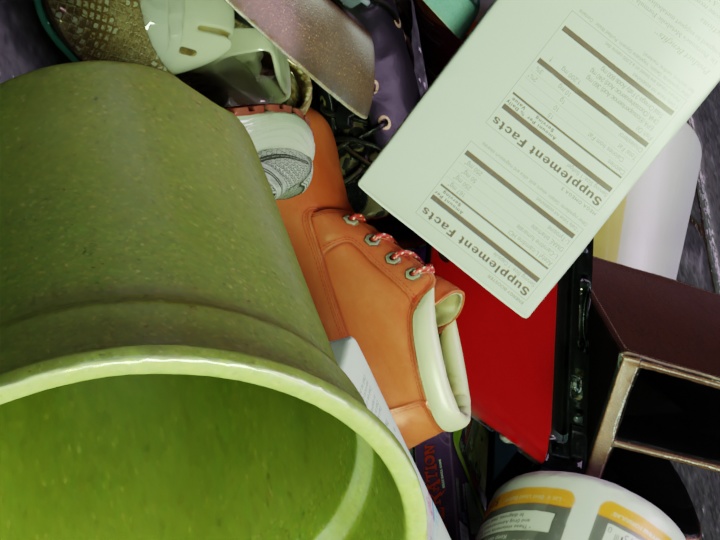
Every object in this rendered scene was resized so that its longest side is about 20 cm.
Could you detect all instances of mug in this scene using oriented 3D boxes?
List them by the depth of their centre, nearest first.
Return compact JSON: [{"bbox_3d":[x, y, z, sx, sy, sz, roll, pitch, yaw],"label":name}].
[{"bbox_3d":[0.129,-0.018,1.606,0.150,0.185,0.154,110,-12,-63],"label":"mug"}]

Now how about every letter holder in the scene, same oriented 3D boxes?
[{"bbox_3d":[0.182,0.077,1.417,0.200,0.141,0.101,-108,-147,-72],"label":"letter holder"}]

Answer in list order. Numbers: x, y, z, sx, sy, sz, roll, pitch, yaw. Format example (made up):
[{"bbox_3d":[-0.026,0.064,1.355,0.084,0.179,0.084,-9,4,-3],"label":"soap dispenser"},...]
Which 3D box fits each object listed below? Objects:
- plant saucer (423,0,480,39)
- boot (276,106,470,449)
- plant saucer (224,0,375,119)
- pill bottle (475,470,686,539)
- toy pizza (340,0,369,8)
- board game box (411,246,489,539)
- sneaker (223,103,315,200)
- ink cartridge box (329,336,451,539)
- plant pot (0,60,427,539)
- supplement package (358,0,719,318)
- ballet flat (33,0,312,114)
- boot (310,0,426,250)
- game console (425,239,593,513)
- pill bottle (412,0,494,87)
[{"bbox_3d":[-0.001,-0.195,1.157,0.200,0.019,0.070,44,36,-38],"label":"plant saucer"},{"bbox_3d":[0.000,0.000,1.223,0.075,0.107,0.201,26,51,-62],"label":"boot"},{"bbox_3d":[-0.061,-0.147,1.099,0.200,0.032,0.200,42,6,-5],"label":"plant saucer"},{"bbox_3d":[0.092,0.214,1.262,0.117,0.116,0.201,57,46,-43],"label":"pill bottle"},{"bbox_3d":[-0.063,-0.198,1.135,0.200,0.032,0.200,43,5,-5],"label":"toy pizza"},{"bbox_3d":[0.062,0.094,1.450,0.120,0.032,0.201,39,42,-54],"label":"board game box"},{"bbox_3d":[-0.079,-0.029,1.085,0.200,0.077,0.083,-19,101,-63],"label":"sneaker"},{"bbox_3d":[-0.013,0.157,1.104,0.146,0.087,0.201,-76,145,-53],"label":"ink cartridge box"},{"bbox_3d":[-0.089,0.033,0.859,0.201,0.199,0.185,56,16,-44],"label":"plant pot"},{"bbox_3d":[0.107,-0.096,1.213,0.109,0.200,0.114,38,19,1],"label":"supplement package"},{"bbox_3d":[-0.078,-0.108,1.134,0.200,0.065,0.071,25,55,-66],"label":"ballet flat"},{"bbox_3d":[-0.009,-0.097,1.320,0.200,0.073,0.152,32,47,-71],"label":"boot"},{"bbox_3d":[0.065,0.030,1.370,0.173,0.118,0.201,121,-20,-53],"label":"game console"},{"bbox_3d":[0.094,-0.118,1.439,0.201,0.113,0.115,77,13,-45],"label":"pill bottle"}]
